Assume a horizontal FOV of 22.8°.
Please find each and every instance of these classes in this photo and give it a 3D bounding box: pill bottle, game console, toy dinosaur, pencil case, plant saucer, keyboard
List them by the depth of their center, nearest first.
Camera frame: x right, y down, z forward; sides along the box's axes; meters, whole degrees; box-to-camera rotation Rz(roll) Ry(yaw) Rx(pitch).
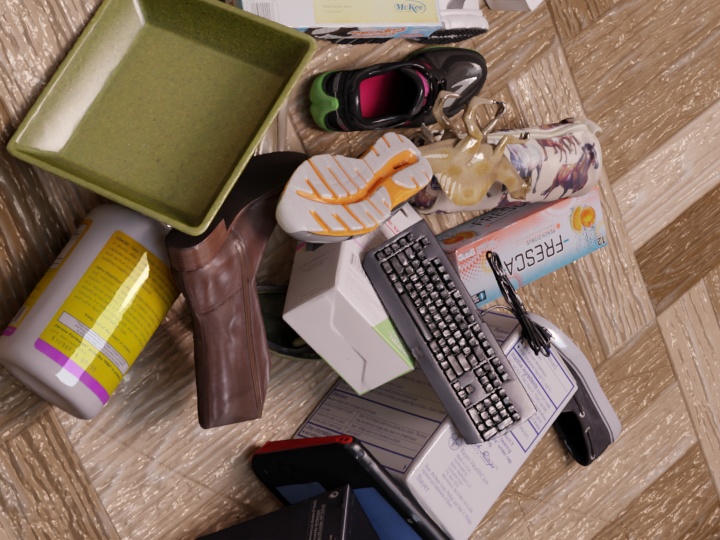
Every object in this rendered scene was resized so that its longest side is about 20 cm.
[{"bbox_3d":[-0.159,-0.133,1.484,0.201,0.198,0.048,-60,158,-18],"label":"plant saucer"},{"bbox_3d":[-0.211,0.017,1.501,0.104,0.104,0.201,44,71,-32],"label":"pill bottle"},{"bbox_3d":[0.099,0.045,1.589,0.126,0.021,0.201,-31,89,-20],"label":"keyboard"},{"bbox_3d":[0.002,0.227,1.632,0.200,0.176,0.031,48,62,-19],"label":"game console"},{"bbox_3d":[0.090,-0.110,1.637,0.198,0.058,0.102,8,95,-27],"label":"toy dinosaur"},{"bbox_3d":[0.139,-0.105,1.740,0.198,0.078,0.090,-7,140,-25],"label":"pencil case"}]

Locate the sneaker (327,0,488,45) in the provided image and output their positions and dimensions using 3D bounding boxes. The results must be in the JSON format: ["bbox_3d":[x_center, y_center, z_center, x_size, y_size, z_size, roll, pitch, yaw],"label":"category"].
[{"bbox_3d":[0.032,-0.256,1.676,0.198,0.073,0.081,-5,85,-41],"label":"sneaker"}]

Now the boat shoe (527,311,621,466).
[{"bbox_3d":[0.204,0.128,1.857,0.066,0.070,0.201,-50,130,-22],"label":"boat shoe"}]

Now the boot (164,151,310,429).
[{"bbox_3d":[-0.093,0.019,1.541,0.186,0.064,0.202,-41,133,-39],"label":"boot"}]

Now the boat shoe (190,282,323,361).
[{"bbox_3d":[-0.060,0.048,1.643,0.199,0.066,0.073,12,90,-37],"label":"boat shoe"}]

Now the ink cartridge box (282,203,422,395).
[{"bbox_3d":[0.000,0.000,1.641,0.117,0.067,0.201,47,32,-27],"label":"ink cartridge box"}]

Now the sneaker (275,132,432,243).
[{"bbox_3d":[-0.012,-0.056,1.536,0.079,0.077,0.199,54,35,10],"label":"sneaker"}]

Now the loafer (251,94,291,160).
[{"bbox_3d":[-0.103,-0.143,1.583,0.067,0.076,0.202,15,82,-32],"label":"loafer"}]

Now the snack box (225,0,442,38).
[{"bbox_3d":[-0.027,-0.265,1.575,0.198,0.037,0.118,-4,81,-28],"label":"snack box"}]

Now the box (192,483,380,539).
[{"bbox_3d":[-0.059,0.325,1.592,0.197,0.124,0.201,-21,116,14],"label":"box"}]

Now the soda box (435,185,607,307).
[{"bbox_3d":[0.155,-0.026,1.796,0.199,0.063,0.069,-24,110,-31],"label":"soda box"}]

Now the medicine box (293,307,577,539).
[{"bbox_3d":[0.070,0.135,1.680,0.200,0.181,0.103,-50,122,-20],"label":"medicine box"}]

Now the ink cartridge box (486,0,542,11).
[{"bbox_3d":[0.186,-0.363,1.766,0.200,0.067,0.117,-46,121,-22],"label":"ink cartridge box"}]

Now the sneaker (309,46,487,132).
[{"bbox_3d":[0.048,-0.165,1.682,0.198,0.083,0.078,-19,108,-33],"label":"sneaker"}]
